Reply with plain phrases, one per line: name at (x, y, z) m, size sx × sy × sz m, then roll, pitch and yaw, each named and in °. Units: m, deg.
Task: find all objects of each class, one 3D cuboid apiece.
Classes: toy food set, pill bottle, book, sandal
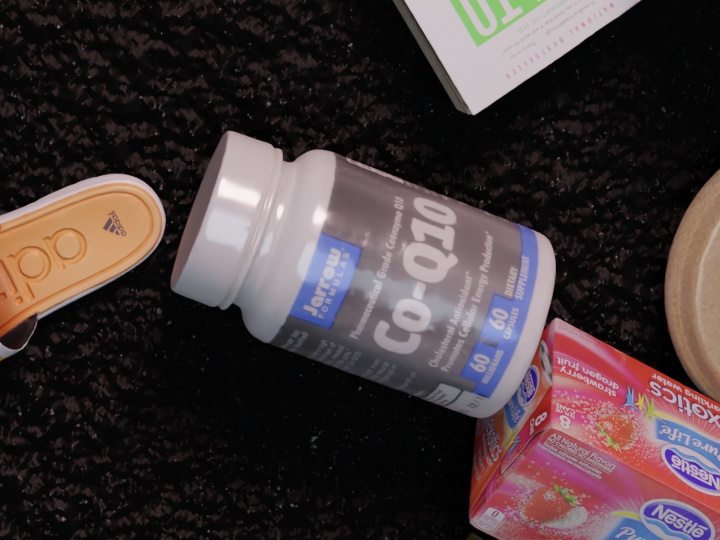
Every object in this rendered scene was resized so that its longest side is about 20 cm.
toy food set at (0.279, 0.005, 1.094) m, size 0.198 × 0.049 × 0.200 m, roll 24°, pitch 100°, yaw -12°
pill bottle at (0.000, 0.000, 1.025) m, size 0.198 × 0.114 × 0.115 m, roll 20°, pitch 101°, yaw -12°
book at (0.062, -0.210, 1.018) m, size 0.133 × 0.048 × 0.201 m, roll -33°, pitch 104°, yaw -2°
sandal at (-0.207, 0.008, 1.030) m, size 0.205 × 0.059 × 0.080 m, roll -29°, pitch 106°, yaw 1°

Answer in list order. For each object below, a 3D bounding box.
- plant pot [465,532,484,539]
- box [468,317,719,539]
plant pot at (0.097, 0.308, 1.051) m, size 0.194 × 0.195 × 0.200 m, roll 43°, pitch 82°, yaw -15°
box at (0.171, 0.130, 1.072) m, size 0.199 × 0.100 × 0.096 m, roll 28°, pitch 126°, yaw -12°
